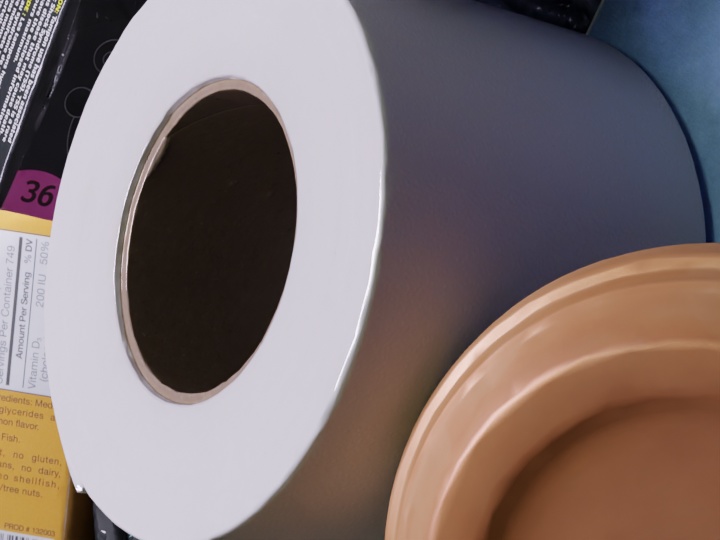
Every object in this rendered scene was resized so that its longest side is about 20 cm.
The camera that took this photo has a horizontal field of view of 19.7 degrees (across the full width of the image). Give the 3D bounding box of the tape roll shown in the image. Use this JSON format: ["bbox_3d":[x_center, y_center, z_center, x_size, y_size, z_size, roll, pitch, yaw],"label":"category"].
[{"bbox_3d":[0.000,0.000,0.711,0.203,0.139,0.203,-17,68,51],"label":"tape roll"}]

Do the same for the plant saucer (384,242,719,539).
[{"bbox_3d":[0.096,0.093,0.575,0.200,0.037,0.201,4,100,22],"label":"plant saucer"}]

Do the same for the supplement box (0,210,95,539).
[{"bbox_3d":[-0.142,0.065,0.927,0.069,0.067,0.200,10,97,14],"label":"supplement box"}]

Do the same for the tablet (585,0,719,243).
[{"bbox_3d":[0.109,-0.043,0.705,0.130,0.014,0.200,46,118,48],"label":"tablet"}]

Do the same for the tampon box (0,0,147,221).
[{"bbox_3d":[-0.112,-0.102,0.900,0.200,0.150,0.126,38,110,51],"label":"tampon box"}]

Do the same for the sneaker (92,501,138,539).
[{"bbox_3d":[-0.068,0.142,0.849,0.200,0.079,0.076,-118,24,-65],"label":"sneaker"}]
